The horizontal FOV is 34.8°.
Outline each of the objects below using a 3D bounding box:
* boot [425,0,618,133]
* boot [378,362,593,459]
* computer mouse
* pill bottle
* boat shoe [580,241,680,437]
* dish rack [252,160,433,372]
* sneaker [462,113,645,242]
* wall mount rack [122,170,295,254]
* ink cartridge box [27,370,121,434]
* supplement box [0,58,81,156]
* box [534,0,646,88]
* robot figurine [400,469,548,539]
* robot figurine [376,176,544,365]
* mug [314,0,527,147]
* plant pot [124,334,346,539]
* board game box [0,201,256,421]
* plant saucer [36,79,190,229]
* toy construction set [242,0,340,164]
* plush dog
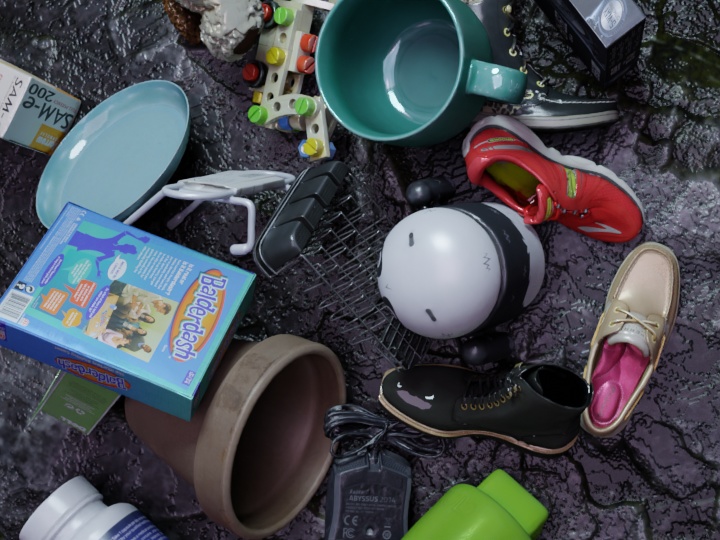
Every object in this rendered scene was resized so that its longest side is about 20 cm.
[{"bbox_3d":[0.156,-0.214,1.139,0.202,0.073,0.155,4,94,15],"label":"boot"},{"bbox_3d":[0.119,0.111,1.094,0.199,0.139,0.078,10,65,3],"label":"boot"},{"bbox_3d":[0.013,0.240,1.166,0.138,0.053,0.201,10,89,-11],"label":"computer mouse"},{"bbox_3d":[-0.250,0.313,1.185,0.200,0.120,0.120,42,96,10],"label":"pill bottle"},{"bbox_3d":[0.263,0.069,1.115,0.073,0.069,0.201,16,92,11],"label":"boat shoe"},{"bbox_3d":[0.000,0.000,1.119,0.054,0.154,0.200,-26,114,39],"label":"dish rack"},{"bbox_3d":[0.182,-0.069,1.103,0.199,0.085,0.077,25,132,-11],"label":"sneaker"},{"bbox_3d":[-0.153,-0.060,1.152,0.173,0.200,0.075,8,103,24],"label":"wall mount rack"},{"bbox_3d":[-0.267,0.097,1.165,0.059,0.200,0.104,31,51,-12],"label":"ink cartridge box"},{"bbox_3d":[-0.420,-0.203,1.233,0.199,0.126,0.074,26,92,10],"label":"supplement box"},{"bbox_3d":[0.198,-0.261,1.073,0.043,0.200,0.161,-37,83,8],"label":"box"},{"bbox_3d":[0.091,0.288,1.100,0.116,0.176,0.200,41,69,18],"label":"robot figurine"},{"bbox_3d":[0.096,-0.002,1.082,0.150,0.200,0.125,34,111,22],"label":"robot figurine"},{"bbox_3d":[0.058,-0.182,1.083,0.152,0.114,0.185,-45,72,20],"label":"mug"},{"bbox_3d":[-0.138,0.142,1.146,0.174,0.200,0.201,19,92,28],"label":"plant pot"},{"bbox_3d":[-0.217,0.035,1.065,0.199,0.045,0.153,21,52,5],"label":"board game box"},{"bbox_3d":[-0.253,-0.114,1.197,0.199,0.027,0.201,-20,47,22],"label":"plant saucer"},{"bbox_3d":[-0.050,-0.214,1.176,0.131,0.092,0.201,18,84,36],"label":"toy construction set"},{"bbox_3d":[-0.162,-0.325,1.166,0.160,0.172,0.201,21,90,-20],"label":"plush dog"}]
